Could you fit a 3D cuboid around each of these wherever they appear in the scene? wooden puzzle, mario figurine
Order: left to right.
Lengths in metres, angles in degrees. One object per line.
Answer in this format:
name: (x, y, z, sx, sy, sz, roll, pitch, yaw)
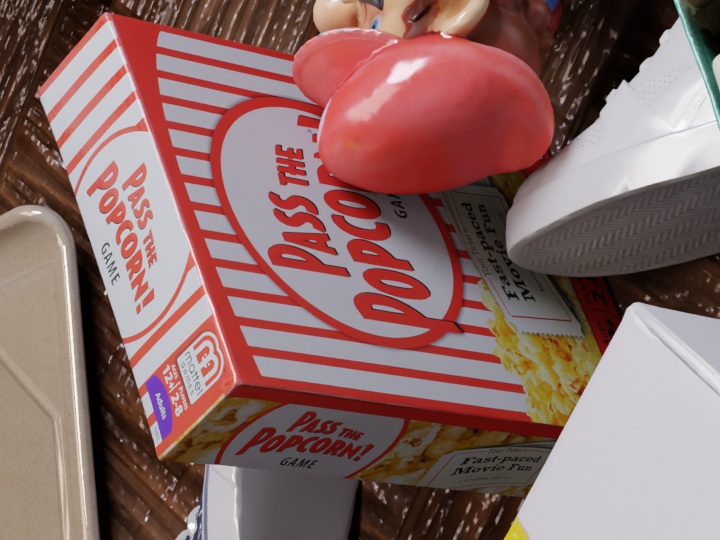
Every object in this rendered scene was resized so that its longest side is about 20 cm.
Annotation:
wooden puzzle: (-0.174, 0.091, 1.269, 0.185, 0.037, 0.200, -24, 70, 43)
mario figurine: (0.031, -0.116, 0.963, 0.106, 0.123, 0.200, -4, 50, 51)

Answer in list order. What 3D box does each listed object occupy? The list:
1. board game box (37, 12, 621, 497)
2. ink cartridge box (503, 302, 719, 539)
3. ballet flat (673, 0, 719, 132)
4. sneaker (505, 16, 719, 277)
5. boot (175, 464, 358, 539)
board game box: (0.000, 0.000, 0.959, 0.046, 0.200, 0.152, -44, 53, 34)
ink cartridge box: (0.123, 0.135, 0.834, 0.145, 0.147, 0.200, 45, 115, 43)
ballet flat: (0.127, -0.073, 0.841, 0.067, 0.070, 0.200, -30, 63, 27)
sneaker: (0.126, -0.079, 0.935, 0.200, 0.074, 0.116, -26, 62, 32)
boot: (-0.057, 0.121, 1.095, 0.090, 0.073, 0.200, -3, 81, 42)
